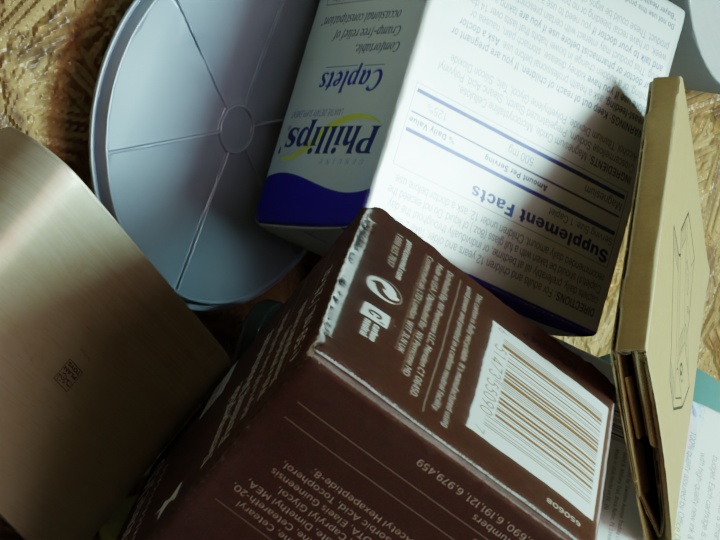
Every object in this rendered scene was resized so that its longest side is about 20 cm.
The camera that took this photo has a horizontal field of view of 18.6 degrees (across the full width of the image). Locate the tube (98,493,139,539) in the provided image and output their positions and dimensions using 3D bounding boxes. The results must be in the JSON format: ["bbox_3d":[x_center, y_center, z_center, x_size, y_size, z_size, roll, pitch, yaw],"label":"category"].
[{"bbox_3d":[-0.110,0.216,1.210,0.058,0.052,0.200,-78,166,-79],"label":"tube"}]

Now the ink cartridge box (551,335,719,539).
[{"bbox_3d":[0.159,0.146,1.247,0.200,0.086,0.148,26,49,-9],"label":"ink cartridge box"}]

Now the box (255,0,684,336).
[{"bbox_3d":[0.062,-0.086,1.212,0.184,0.105,0.200,24,77,-36],"label":"box"}]

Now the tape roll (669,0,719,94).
[{"bbox_3d":[0.254,-0.223,1.526,0.200,0.066,0.200,-16,111,-49],"label":"tape roll"}]

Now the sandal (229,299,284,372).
[{"bbox_3d":[-0.037,0.097,1.233,0.075,0.048,0.200,-58,153,-44],"label":"sandal"}]

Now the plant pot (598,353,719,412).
[{"bbox_3d":[0.173,0.150,1.426,0.161,0.201,0.201,-57,137,-34],"label":"plant pot"}]

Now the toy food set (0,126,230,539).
[{"bbox_3d":[-0.164,0.045,1.101,0.144,0.060,0.200,-52,132,-16],"label":"toy food set"}]

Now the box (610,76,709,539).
[{"bbox_3d":[0.165,0.021,1.191,0.164,0.021,0.200,73,23,-45],"label":"box"}]

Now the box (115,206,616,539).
[{"bbox_3d":[-0.001,0.113,1.076,0.200,0.164,0.166,-50,-171,25],"label":"box"}]

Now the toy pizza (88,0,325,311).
[{"bbox_3d":[-0.077,-0.078,1.185,0.200,0.032,0.200,-16,111,-47],"label":"toy pizza"}]
